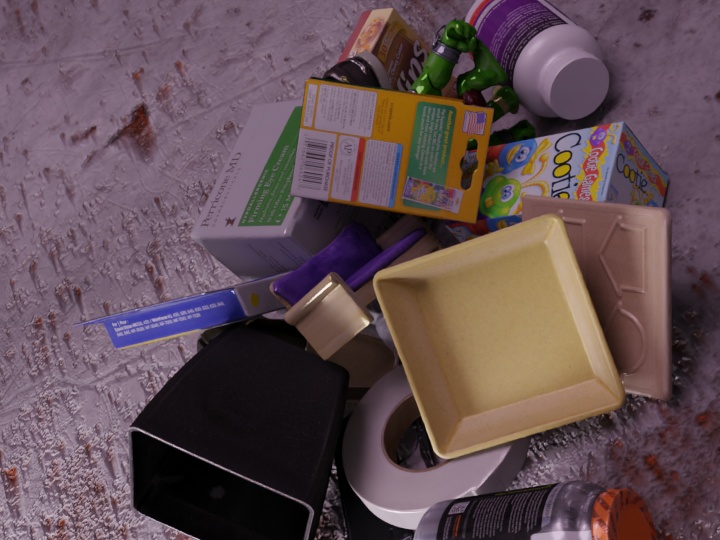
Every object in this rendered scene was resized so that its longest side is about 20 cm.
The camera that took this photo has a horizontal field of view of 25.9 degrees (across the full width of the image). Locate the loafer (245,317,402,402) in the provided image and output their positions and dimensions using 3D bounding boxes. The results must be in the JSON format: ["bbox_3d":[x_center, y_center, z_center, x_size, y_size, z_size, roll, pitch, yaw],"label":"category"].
[{"bbox_3d":[-0.048,0.096,1.722,0.200,0.067,0.076,5,66,4],"label":"loafer"}]

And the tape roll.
[{"bbox_3d":[0.077,0.171,1.603,0.203,0.037,0.203,-18,44,18],"label":"tape roll"}]

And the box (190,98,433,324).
[{"bbox_3d":[-0.046,-0.069,1.824,0.171,0.200,0.199,-1,57,45],"label":"box"}]

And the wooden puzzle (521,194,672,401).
[{"bbox_3d":[0.238,0.022,1.544,0.200,0.046,0.186,11,107,50],"label":"wooden puzzle"}]

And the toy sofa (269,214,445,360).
[{"bbox_3d":[0.000,0.000,1.640,0.083,0.098,0.200,-40,-1,37],"label":"toy sofa"}]

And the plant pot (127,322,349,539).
[{"bbox_3d":[-0.111,0.178,1.629,0.199,0.200,0.178,23,56,8],"label":"plant pot"}]

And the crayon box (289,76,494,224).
[{"bbox_3d":[0.034,-0.127,1.655,0.052,0.200,0.126,-57,-24,-79],"label":"crayon box"}]

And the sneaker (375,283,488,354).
[{"bbox_3d":[0.102,0.023,1.658,0.115,0.075,0.200,-40,6,-31],"label":"sneaker"}]

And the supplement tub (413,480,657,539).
[{"bbox_3d":[0.157,0.256,1.409,0.200,0.123,0.123,-15,47,35],"label":"supplement tub"}]

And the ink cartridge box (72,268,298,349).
[{"bbox_3d":[-0.169,0.044,1.685,0.197,0.200,0.047,-14,92,36],"label":"ink cartridge box"}]

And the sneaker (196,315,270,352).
[{"bbox_3d":[-0.163,0.129,1.803,0.200,0.077,0.111,-48,41,-15],"label":"sneaker"}]

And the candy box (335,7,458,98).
[{"bbox_3d":[0.055,-0.201,1.849,0.055,0.200,0.116,3,59,45],"label":"candy box"}]

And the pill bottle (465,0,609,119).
[{"bbox_3d":[0.207,-0.251,1.823,0.112,0.112,0.200,-43,38,4],"label":"pill bottle"}]

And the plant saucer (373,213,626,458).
[{"bbox_3d":[0.138,0.062,1.530,0.200,0.200,0.048,-19,5,18],"label":"plant saucer"}]

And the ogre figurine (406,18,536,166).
[{"bbox_3d":[0.115,-0.180,1.757,0.120,0.200,0.098,-41,62,-4],"label":"ogre figurine"}]

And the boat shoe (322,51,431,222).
[{"bbox_3d":[0.017,-0.136,1.720,0.061,0.201,0.072,-28,11,-29],"label":"boat shoe"}]

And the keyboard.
[{"bbox_3d":[0.032,0.211,1.649,0.127,0.021,0.200,-32,41,19],"label":"keyboard"}]

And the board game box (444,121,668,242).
[{"bbox_3d":[0.208,-0.073,1.669,0.200,0.105,0.103,-9,52,39],"label":"board game box"}]
